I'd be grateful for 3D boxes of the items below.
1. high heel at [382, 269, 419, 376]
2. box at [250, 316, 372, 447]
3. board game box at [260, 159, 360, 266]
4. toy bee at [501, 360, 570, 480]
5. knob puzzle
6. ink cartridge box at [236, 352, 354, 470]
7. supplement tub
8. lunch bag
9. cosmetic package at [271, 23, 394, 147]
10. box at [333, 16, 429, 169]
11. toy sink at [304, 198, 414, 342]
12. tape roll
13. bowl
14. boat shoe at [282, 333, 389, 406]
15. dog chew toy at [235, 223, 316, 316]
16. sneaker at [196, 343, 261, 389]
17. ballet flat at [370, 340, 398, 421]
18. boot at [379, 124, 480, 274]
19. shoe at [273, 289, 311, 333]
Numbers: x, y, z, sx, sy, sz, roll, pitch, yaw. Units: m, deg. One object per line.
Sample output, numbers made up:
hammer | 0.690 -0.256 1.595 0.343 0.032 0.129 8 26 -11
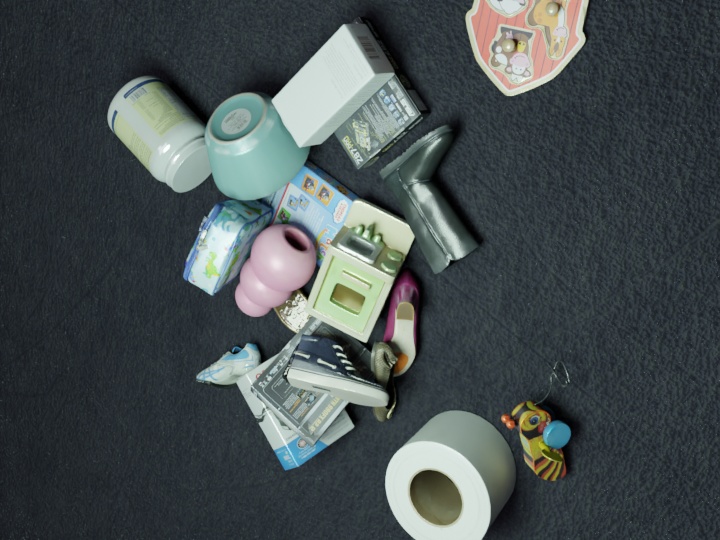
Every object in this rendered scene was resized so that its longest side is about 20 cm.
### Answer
high heel | 0.072 0.099 1.394 0.066 0.097 0.203 4 129 4
box | -0.082 0.196 1.414 0.158 0.201 0.048 39 161 6
board game box | -0.094 -0.112 1.433 0.199 0.036 0.153 38 120 18
toy bee | 0.283 0.257 1.261 0.131 0.107 0.204 168 92 -77
knob puzzle | 0.247 -0.368 1.163 0.216 0.030 0.224 9 108 29
ink cartridge box | -0.127 0.258 1.477 0.202 0.143 0.084 59 151 4
supplement tub | -0.385 -0.268 1.504 0.200 0.144 0.146 46 121 13
lunch bag | -0.241 -0.048 1.390 0.081 0.200 0.163 28 108 2
cosmetic package | -0.048 -0.307 1.278 0.199 0.074 0.103 -35 82 36
box | 0.005 -0.303 1.316 0.160 0.049 0.202 -37 83 31
toy sink | 0.000 0.000 1.341 0.129 0.112 0.202 26 117 3
tape roll | 0.160 0.369 1.347 0.199 0.139 0.207 8 107 29
bowl | -0.197 -0.238 1.358 0.197 0.105 0.204 -10 56 15
boat shoe | -0.035 0.172 1.348 0.196 0.075 0.094 13 65 13
dog chew toy | -0.168 0.009 1.418 0.125 0.124 0.200 48 123 11
sneaker | -0.278 0.205 1.620 0.198 0.071 0.074 -23 57 40
ballet flat | 0.049 0.206 1.387 0.045 0.068 0.203 7 131 14
boot | 0.138 -0.117 1.273 0.164 0.065 0.202 -34 81 42
shoe | -0.152 0.046 1.508 0.070 0.053 0.200 -43 83 9
